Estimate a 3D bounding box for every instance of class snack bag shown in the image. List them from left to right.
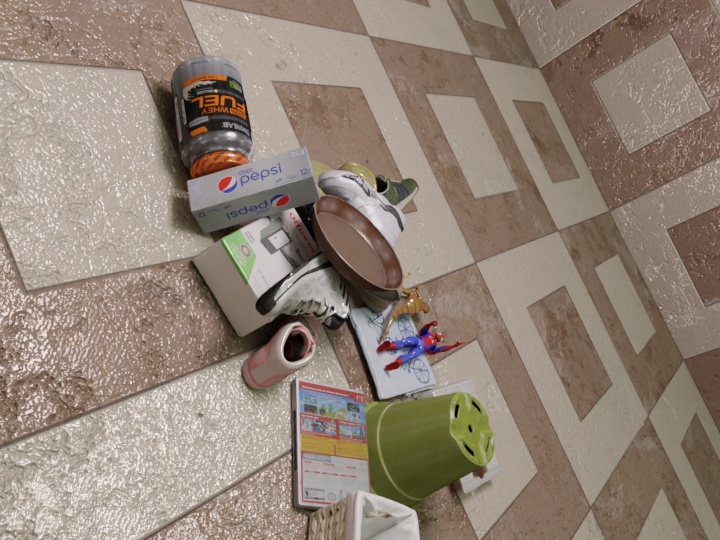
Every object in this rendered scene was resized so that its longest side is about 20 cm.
[{"bbox_3d":[0.062,0.156,1.344,0.199,0.021,0.191,-4,69,-53],"label":"snack bag"}]

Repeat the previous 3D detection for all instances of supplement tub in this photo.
[{"bbox_3d":[-0.243,-0.241,1.141,0.122,0.122,0.202,10,59,-48],"label":"supplement tub"}]

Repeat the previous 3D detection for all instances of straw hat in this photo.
[{"bbox_3d":[-0.015,-0.167,1.373,0.200,0.085,0.202,38,28,-25],"label":"straw hat"}]

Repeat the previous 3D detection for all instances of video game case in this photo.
[{"bbox_3d":[-0.047,0.281,1.108,0.142,0.017,0.202,18,53,-33],"label":"video game case"}]

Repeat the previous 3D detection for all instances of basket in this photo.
[{"bbox_3d":[-0.001,0.440,0.984,0.135,0.123,0.202,32,44,-34],"label":"basket"}]

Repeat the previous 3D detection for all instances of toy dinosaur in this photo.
[{"bbox_3d":[0.091,0.066,1.375,0.199,0.060,0.107,-13,77,-54],"label":"toy dinosaur"}]

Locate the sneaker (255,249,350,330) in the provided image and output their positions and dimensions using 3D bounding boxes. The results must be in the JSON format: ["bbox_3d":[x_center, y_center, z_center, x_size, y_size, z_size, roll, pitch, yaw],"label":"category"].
[{"bbox_3d":[-0.071,0.048,1.050,0.116,0.075,0.200,54,32,-2],"label":"sneaker"}]

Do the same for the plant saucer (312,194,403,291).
[{"bbox_3d":[-0.010,-0.039,1.143,0.200,0.034,0.201,39,25,-22],"label":"plant saucer"}]

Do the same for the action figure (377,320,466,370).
[{"bbox_3d":[0.129,0.139,1.343,0.199,0.098,0.066,-9,74,-56],"label":"action figure"}]

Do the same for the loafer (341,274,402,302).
[{"bbox_3d":[0.000,0.000,1.228,0.199,0.070,0.070,38,30,-25],"label":"loafer"}]

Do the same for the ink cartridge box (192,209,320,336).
[{"bbox_3d":[-0.153,-0.007,1.127,0.147,0.084,0.200,58,35,-5],"label":"ink cartridge box"}]

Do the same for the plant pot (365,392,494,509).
[{"bbox_3d":[0.120,0.296,1.177,0.199,0.189,0.202,29,47,-36],"label":"plant pot"}]

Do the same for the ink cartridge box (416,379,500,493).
[{"bbox_3d":[0.200,0.330,1.383,0.160,0.050,0.203,-1,73,-52],"label":"ink cartridge box"}]

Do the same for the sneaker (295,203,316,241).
[{"bbox_3d":[-0.090,-0.121,1.210,0.099,0.070,0.200,50,-8,20],"label":"sneaker"}]

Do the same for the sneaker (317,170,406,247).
[{"bbox_3d":[-0.002,-0.095,1.269,0.199,0.075,0.116,33,51,-25],"label":"sneaker"}]

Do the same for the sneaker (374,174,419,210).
[{"bbox_3d":[0.066,-0.180,1.533,0.090,0.067,0.200,57,38,-15],"label":"sneaker"}]

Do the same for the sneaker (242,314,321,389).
[{"bbox_3d":[-0.097,0.113,1.103,0.076,0.104,0.200,54,35,-4],"label":"sneaker"}]

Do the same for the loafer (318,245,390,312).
[{"bbox_3d":[-0.001,-0.013,1.326,0.200,0.068,0.076,47,36,-4],"label":"loafer"}]

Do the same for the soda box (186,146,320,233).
[{"bbox_3d":[-0.168,-0.126,1.091,0.068,0.197,0.064,75,-2,-61],"label":"soda box"}]
